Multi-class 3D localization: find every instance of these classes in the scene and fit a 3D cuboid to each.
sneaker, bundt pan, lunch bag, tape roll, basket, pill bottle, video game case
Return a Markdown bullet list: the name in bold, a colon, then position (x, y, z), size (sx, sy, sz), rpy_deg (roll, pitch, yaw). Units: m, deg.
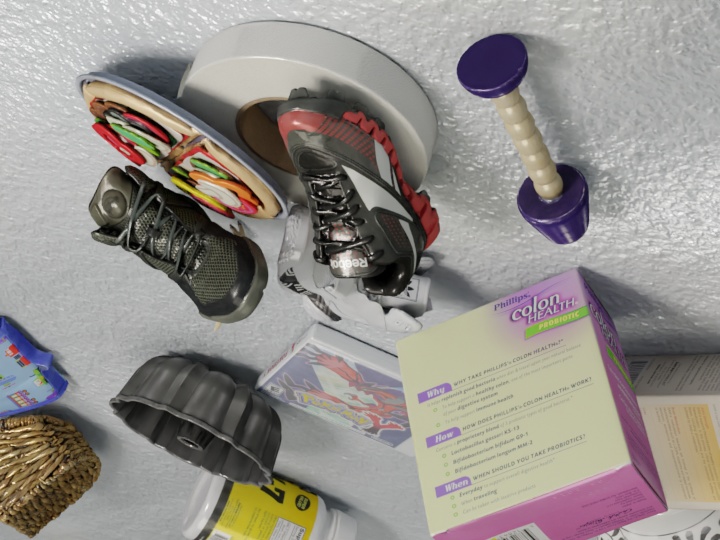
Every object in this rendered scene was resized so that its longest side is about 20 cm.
- **sneaker**: position (-0.156, -0.023, 1.241), size (0.114, 0.076, 0.199), rpy_deg (23, -169, -39)
- **sneaker**: position (-0.006, -0.051, 1.135), size (0.071, 0.098, 0.200), rpy_deg (0, 147, 31)
- **bundt pan**: position (-0.172, 0.160, 1.688), size (0.202, 0.076, 0.202), rpy_deg (23, 159, 10)
- **lunch bag**: position (-0.453, 0.115, 1.791), size (0.200, 0.094, 0.151), rpy_deg (-5, 143, 20)
- **sneaker**: position (0.000, 0.000, 1.312), size (0.115, 0.075, 0.200), rpy_deg (8, 164, 13)
- **tape roll**: position (-0.041, -0.115, 1.181), size (0.203, 0.037, 0.203), rpy_deg (13, 152, 7)
- **basket**: position (-0.429, 0.234, 1.944), size (0.149, 0.143, 0.200), rpy_deg (47, 169, 12)
- **pill bottle**: position (-0.114, 0.319, 1.921), size (0.200, 0.114, 0.114), rpy_deg (25, 151, -14)
- **video game case**: position (0.007, 0.131, 1.611), size (0.200, 0.023, 0.182), rpy_deg (24, 151, -12)

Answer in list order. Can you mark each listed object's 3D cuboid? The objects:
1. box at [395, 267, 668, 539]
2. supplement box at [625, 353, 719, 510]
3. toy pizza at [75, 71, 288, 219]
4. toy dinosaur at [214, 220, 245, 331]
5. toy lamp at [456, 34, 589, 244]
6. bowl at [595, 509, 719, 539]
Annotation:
- **box**: position (0.140, 0.129, 1.284), size (0.176, 0.200, 0.097), rpy_deg (-24, 139, 16)
- **supplement box**: position (0.319, 0.143, 1.353), size (0.200, 0.074, 0.126), rpy_deg (-3, 116, 35)
- **toy pizza**: position (-0.147, -0.090, 1.219), size (0.200, 0.032, 0.200), rpy_deg (31, 169, 7)
- **toy dinosaur**: position (-0.152, -0.020, 1.416), size (0.101, 0.058, 0.200), rpy_deg (10, 147, 47)
- **toy lamp**: position (0.125, -0.088, 1.116), size (0.058, 0.058, 0.200), rpy_deg (1, 146, 28)
- **bowl**: position (0.306, 0.226, 1.465), size (0.201, 0.201, 0.094), rpy_deg (-4, 126, 34)
